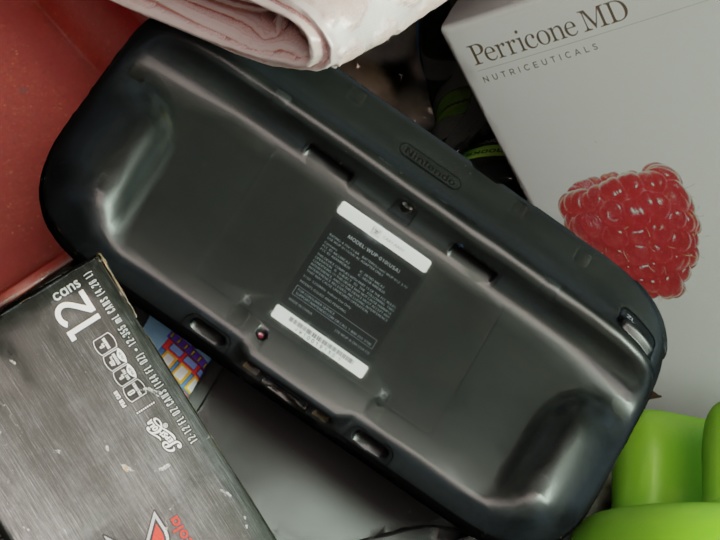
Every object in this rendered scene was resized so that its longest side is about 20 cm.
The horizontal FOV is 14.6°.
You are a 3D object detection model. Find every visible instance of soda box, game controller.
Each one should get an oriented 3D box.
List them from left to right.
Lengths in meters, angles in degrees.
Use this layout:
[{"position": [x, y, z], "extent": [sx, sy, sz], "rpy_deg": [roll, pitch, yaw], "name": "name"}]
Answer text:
[{"position": [-0.057, 0.101, 0.817], "extent": [0.071, 0.063, 0.200], "rpy_deg": [-32, 90, -21], "name": "soda box"}, {"position": [0.000, 0.000, 0.870], "extent": [0.200, 0.042, 0.104], "rpy_deg": [35, 68, -4], "name": "game controller"}]

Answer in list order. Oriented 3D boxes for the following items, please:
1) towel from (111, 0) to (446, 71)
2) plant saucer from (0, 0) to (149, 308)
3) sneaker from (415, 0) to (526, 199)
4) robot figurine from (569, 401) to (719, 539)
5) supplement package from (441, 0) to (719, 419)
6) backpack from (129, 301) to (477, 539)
[{"position": [-0.019, -0.139, 0.922], "extent": [0.200, 0.191, 0.032], "rpy_deg": [-36, 137, -38], "name": "towel"}, {"position": [-0.171, -0.048, 0.920], "extent": [0.199, 0.037, 0.200], "rpy_deg": [-34, 64, -17], "name": "plant saucer"}, {"position": [0.055, -0.044, 0.999], "extent": [0.071, 0.083, 0.200], "rpy_deg": [7, 81, -9], "name": "sneaker"}, {"position": [0.118, 0.143, 0.876], "extent": [0.115, 0.175, 0.201], "rpy_deg": [13, 76, -35], "name": "robot figurine"}, {"position": [0.135, -0.039, 0.953], "extent": [0.200, 0.121, 0.120], "rpy_deg": [61, 34, -20], "name": "supplement package"}, {"position": [-0.076, 0.099, 0.915], "extent": [0.200, 0.135, 0.183], "rpy_deg": [-39, 92, -18], "name": "backpack"}]
